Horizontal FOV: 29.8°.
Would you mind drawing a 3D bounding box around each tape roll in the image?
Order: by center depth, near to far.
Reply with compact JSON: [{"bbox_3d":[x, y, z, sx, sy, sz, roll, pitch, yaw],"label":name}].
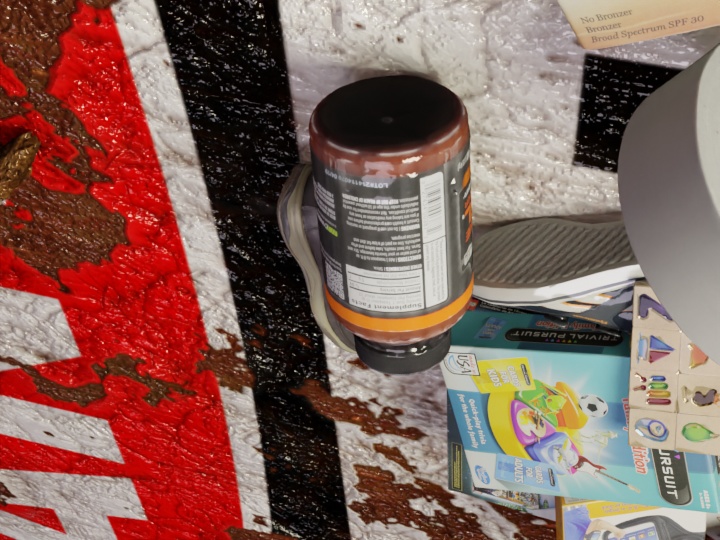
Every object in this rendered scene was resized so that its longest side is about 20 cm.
[{"bbox_3d":[0.242,-0.034,0.758,0.200,0.201,0.066,30,145,-15],"label":"tape roll"}]

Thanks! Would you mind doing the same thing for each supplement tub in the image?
[{"bbox_3d":[0.024,-0.025,0.928,0.107,0.107,0.200,8,130,16],"label":"supplement tub"}]

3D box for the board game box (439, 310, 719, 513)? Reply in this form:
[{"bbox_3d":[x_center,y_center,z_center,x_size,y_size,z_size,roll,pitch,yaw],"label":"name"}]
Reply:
[{"bbox_3d":[0.169,0.106,1.029,0.200,0.047,0.151,2,128,28],"label":"board game box"}]

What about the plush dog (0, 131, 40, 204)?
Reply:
[{"bbox_3d":[-0.354,-0.081,1.064,0.200,0.161,0.172,-2,164,28],"label":"plush dog"}]

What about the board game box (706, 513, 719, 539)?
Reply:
[{"bbox_3d":[0.301,0.160,1.145,0.200,0.040,0.153,34,144,-21],"label":"board game box"}]

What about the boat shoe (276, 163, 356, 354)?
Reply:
[{"bbox_3d":[0.000,0.000,1.042,0.073,0.075,0.200,2,144,25],"label":"boat shoe"}]

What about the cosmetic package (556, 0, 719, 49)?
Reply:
[{"bbox_3d":[0.123,-0.214,0.665,0.103,0.087,0.200,-7,138,35],"label":"cosmetic package"}]

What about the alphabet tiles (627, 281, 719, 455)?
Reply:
[{"bbox_3d":[0.265,0.043,0.903,0.167,0.008,0.200,4,119,15],"label":"alphabet tiles"}]

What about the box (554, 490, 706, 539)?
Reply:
[{"bbox_3d":[0.227,0.242,1.140,0.119,0.042,0.200,-9,127,1],"label":"box"}]

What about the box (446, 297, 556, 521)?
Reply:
[{"bbox_3d":[0.141,0.121,1.120,0.136,0.038,0.200,14,132,20],"label":"box"}]

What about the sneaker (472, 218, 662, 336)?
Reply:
[{"bbox_3d":[0.169,0.009,0.965,0.200,0.079,0.079,-5,134,29],"label":"sneaker"}]
